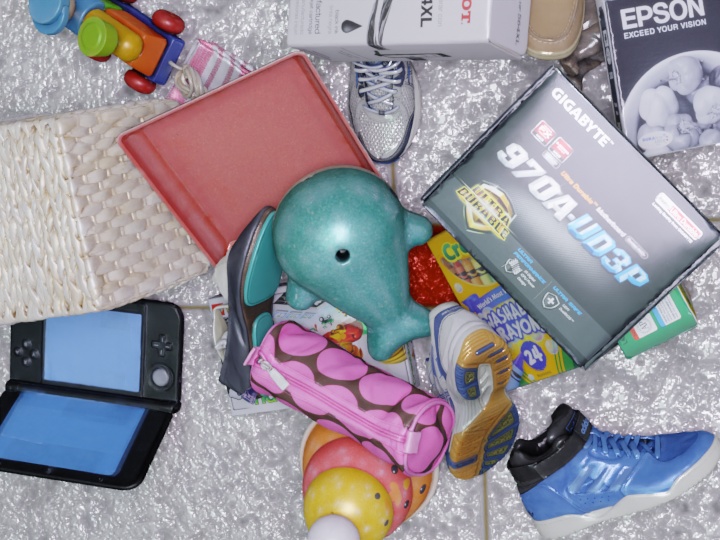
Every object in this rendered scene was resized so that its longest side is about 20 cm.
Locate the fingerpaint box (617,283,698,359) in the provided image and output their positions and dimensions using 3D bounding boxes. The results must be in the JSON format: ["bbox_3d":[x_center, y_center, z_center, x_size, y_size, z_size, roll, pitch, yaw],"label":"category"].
[{"bbox_3d":[0.224,-0.035,1.177,0.073,0.167,0.200,-28,91,14],"label":"fingerpaint box"}]

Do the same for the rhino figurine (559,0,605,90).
[{"bbox_3d":[0.215,-0.213,1.205,0.200,0.060,0.088,35,82,6],"label":"rhino figurine"}]

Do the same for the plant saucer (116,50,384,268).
[{"bbox_3d":[-0.097,-0.106,1.251,0.199,0.037,0.200,-22,130,15],"label":"plant saucer"}]

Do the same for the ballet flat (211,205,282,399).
[{"bbox_3d":[-0.116,0.030,1.288,0.073,0.073,0.201,7,109,13],"label":"ballet flat"}]

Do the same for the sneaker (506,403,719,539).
[{"bbox_3d":[0.236,0.173,1.251,0.199,0.077,0.111,-26,101,23],"label":"sneaker"}]

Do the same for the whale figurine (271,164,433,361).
[{"bbox_3d":[0.000,0.000,1.230,0.159,0.104,0.200,-28,108,7],"label":"whale figurine"}]

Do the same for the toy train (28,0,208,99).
[{"bbox_3d":[-0.225,-0.218,1.272,0.200,0.116,0.085,36,107,25],"label":"toy train"}]

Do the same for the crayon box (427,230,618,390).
[{"bbox_3d":[0.144,0.005,1.232,0.126,0.051,0.200,-28,90,54],"label":"crayon box"}]

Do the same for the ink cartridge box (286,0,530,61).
[{"bbox_3d":[0.044,-0.262,1.141,0.199,0.084,0.147,3,89,29],"label":"ink cartridge box"}]

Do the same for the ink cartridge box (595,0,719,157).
[{"bbox_3d":[0.312,-0.212,1.160,0.197,0.043,0.201,-11,95,-5],"label":"ink cartridge box"}]

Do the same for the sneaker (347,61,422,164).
[{"bbox_3d":[0.016,-0.201,1.249,0.077,0.085,0.201,2,99,14],"label":"sneaker"}]

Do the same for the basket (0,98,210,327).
[{"bbox_3d":[-0.276,-0.061,1.269,0.160,0.200,0.199,-7,98,31],"label":"basket"}]

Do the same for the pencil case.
[{"bbox_3d":[-0.012,0.122,1.234,0.199,0.094,0.091,23,87,25],"label":"pencil case"}]

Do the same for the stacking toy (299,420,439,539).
[{"bbox_3d":[-0.008,0.227,1.253,0.146,0.200,0.147,4,113,11],"label":"stacking toy"}]

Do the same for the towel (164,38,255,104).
[{"bbox_3d":[-0.119,-0.124,1.325,0.200,0.030,0.147,35,106,7],"label":"towel"}]

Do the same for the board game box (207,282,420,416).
[{"bbox_3d":[-0.048,0.072,1.332,0.199,0.035,0.127,-10,96,16],"label":"board game box"}]

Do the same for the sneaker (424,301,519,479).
[{"bbox_3d":[0.104,0.115,1.270,0.075,0.088,0.201,-18,132,-21],"label":"sneaker"}]

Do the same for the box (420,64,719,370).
[{"bbox_3d":[0.173,-0.043,1.077,0.159,0.046,0.200,-44,86,14],"label":"box"}]

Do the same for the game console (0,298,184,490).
[{"bbox_3d":[-0.298,0.118,1.362,0.199,0.116,0.177,6,100,13],"label":"game console"}]

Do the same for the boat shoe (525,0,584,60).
[{"bbox_3d":[0.164,-0.283,1.159,0.071,0.065,0.201,0,68,2],"label":"boat shoe"}]
